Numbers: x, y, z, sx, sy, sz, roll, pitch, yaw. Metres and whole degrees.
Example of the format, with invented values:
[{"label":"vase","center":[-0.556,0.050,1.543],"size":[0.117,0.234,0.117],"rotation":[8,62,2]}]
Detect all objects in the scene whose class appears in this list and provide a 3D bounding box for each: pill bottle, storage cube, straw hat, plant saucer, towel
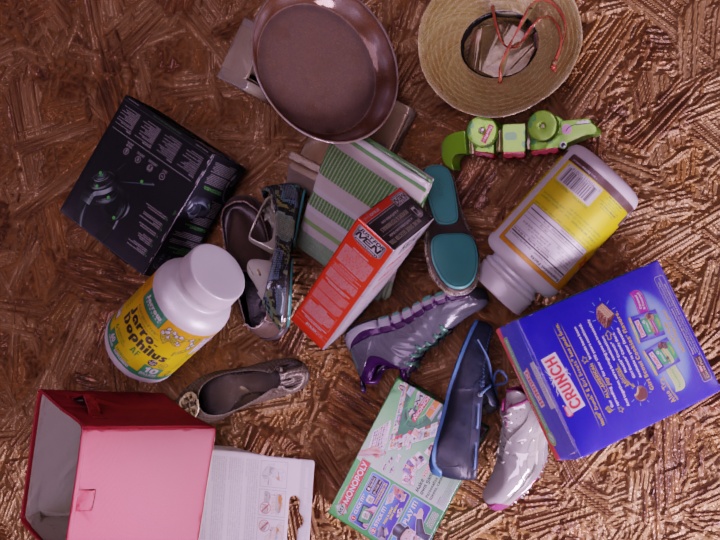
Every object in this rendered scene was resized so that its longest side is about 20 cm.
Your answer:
[{"label":"pill bottle","center":[-0.239,0.054,1.272],"size":[0.200,0.112,0.113],"rotation":[-39,76,35]},{"label":"storage cube","center":[-0.309,0.256,1.240],"size":[0.170,0.179,0.202],"rotation":[15,96,53]},{"label":"pill bottle","center":[0.231,-0.045,1.180],"size":[0.109,0.109,0.200],"rotation":[44,99,14]},{"label":"straw hat","center":[0.175,-0.277,1.223],"size":[0.199,0.085,0.203],"rotation":[0,88,10]},{"label":"plant saucer","center":[-0.046,-0.245,1.169],"size":[0.034,0.199,0.202],"rotation":[-21,78,57]},{"label":"towel","center":[0.002,-0.071,1.240],"size":[0.152,0.023,0.201],"rotation":[34,130,16]}]

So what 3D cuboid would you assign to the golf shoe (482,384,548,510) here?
[{"label":"golf shoe","center":[0.194,0.192,1.183],"size":[0.091,0.075,0.201],"rotation":[33,89,-13]}]

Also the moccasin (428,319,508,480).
[{"label":"moccasin","center":[0.138,0.162,1.200],"size":[0.068,0.081,0.201],"rotation":[15,73,7]}]

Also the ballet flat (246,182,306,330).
[{"label":"ballet flat","center":[-0.114,-0.021,1.262],"size":[0.074,0.074,0.202],"rotation":[-3,64,16]}]

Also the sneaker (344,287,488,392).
[{"label":"sneaker","center":[0.078,0.088,1.232],"size":[0.199,0.074,0.088],"rotation":[-23,70,23]}]

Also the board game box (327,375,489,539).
[{"label":"board game box","center":[0.061,0.256,1.251],"size":[0.134,0.029,0.201],"rotation":[29,95,16]}]

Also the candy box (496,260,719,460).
[{"label":"candy box","center":[0.285,0.104,1.131],"size":[0.199,0.077,0.170],"rotation":[-20,80,-17]}]

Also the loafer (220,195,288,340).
[{"label":"loafer","center":[-0.142,-0.007,1.303],"size":[0.073,0.071,0.202],"rotation":[-19,82,14]}]

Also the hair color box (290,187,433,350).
[{"label":"hair color box","center":[0.000,0.000,1.198],"size":[0.061,0.101,0.200],"rotation":[43,131,8]}]

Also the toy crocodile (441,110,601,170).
[{"label":"toy crocodile","center":[0.198,-0.163,1.219],"size":[0.198,0.067,0.062],"rotation":[-2,91,18]}]

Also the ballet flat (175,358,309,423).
[{"label":"ballet flat","center":[-0.164,0.161,1.312],"size":[0.198,0.046,0.068],"rotation":[-16,82,14]}]

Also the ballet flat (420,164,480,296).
[{"label":"ballet flat","center":[0.105,-0.038,1.214],"size":[0.067,0.076,0.201],"rotation":[-3,56,-10]}]

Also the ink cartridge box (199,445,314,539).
[{"label":"ink cartridge box","center":[-0.155,0.320,1.302],"size":[0.198,0.047,0.162],"rotation":[3,86,14]}]

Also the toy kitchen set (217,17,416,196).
[{"label":"toy kitchen set","center":[-0.068,-0.183,1.237],"size":[0.199,0.180,0.164],"rotation":[28,95,15]}]

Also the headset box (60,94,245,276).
[{"label":"headset box","center":[-0.286,-0.103,1.330],"size":[0.174,0.093,0.201],"rotation":[33,95,22]}]
